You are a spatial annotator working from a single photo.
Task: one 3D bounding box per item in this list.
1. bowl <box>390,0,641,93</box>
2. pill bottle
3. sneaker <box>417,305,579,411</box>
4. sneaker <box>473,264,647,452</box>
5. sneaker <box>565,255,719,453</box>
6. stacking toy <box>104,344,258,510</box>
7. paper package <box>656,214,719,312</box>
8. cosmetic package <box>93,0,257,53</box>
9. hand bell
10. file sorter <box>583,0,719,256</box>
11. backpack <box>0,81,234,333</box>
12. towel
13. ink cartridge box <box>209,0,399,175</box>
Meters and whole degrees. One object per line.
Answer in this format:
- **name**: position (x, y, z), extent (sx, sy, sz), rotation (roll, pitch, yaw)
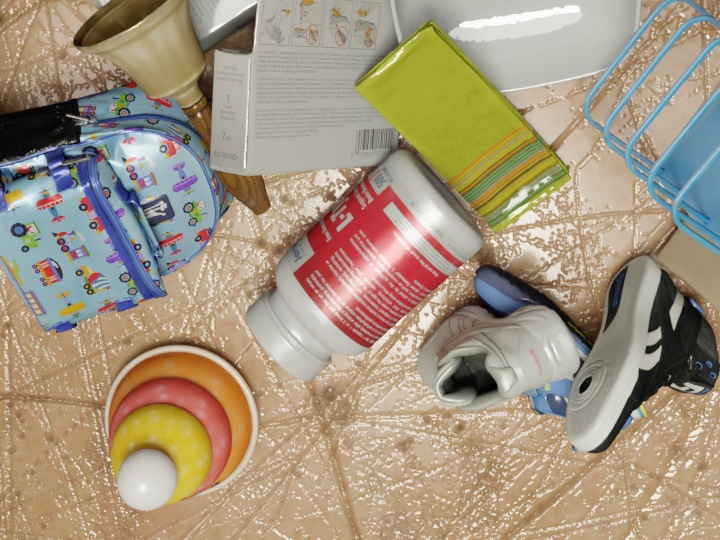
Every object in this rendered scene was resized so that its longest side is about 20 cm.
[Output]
- **bowl**: position (0.123, -0.241, 0.971), extent (0.198, 0.075, 0.201), rotation (-8, 139, 7)
- **pill bottle**: position (0.000, 0.000, 1.038), extent (0.200, 0.112, 0.112), rotation (-42, 95, 10)
- **sneaker**: position (0.089, 0.078, 1.009), extent (0.099, 0.200, 0.078), rotation (-26, 92, -28)
- **sneaker**: position (0.163, 0.080, 1.063), extent (0.082, 0.074, 0.200), rotation (-43, 94, 13)
- **sneaker**: position (0.248, 0.089, 1.005), extent (0.112, 0.201, 0.073), rotation (38, 143, -13)
- **stacking toy**: position (-0.173, 0.156, 1.037), extent (0.145, 0.200, 0.147), rotation (1, 101, 5)
- **paper package**: position (0.364, -0.033, 0.963), extent (0.103, 0.191, 0.201), rotation (27, 104, -24)
- **cosmetic package**: position (-0.110, -0.246, 1.001), extent (0.199, 0.113, 0.081), rotation (-33, 98, 8)
- **hand bell**: position (-0.126, -0.126, 0.949), extent (0.104, 0.104, 0.200), rotation (-28, 120, 9)
- **file sorter**: position (0.279, -0.106, 0.930), extent (0.122, 0.200, 0.139), rotation (28, 111, -26)
- **backpack**: position (-0.204, -0.060, 1.018), extent (0.199, 0.135, 0.183), rotation (-16, 126, -1)
- **towel**: position (0.090, -0.116, 1.013), extent (0.086, 0.018, 0.200), rotation (-40, 121, 15)
- **ink cartridge box**: position (-0.035, -0.171, 0.970), extent (0.045, 0.199, 0.177), rotation (14, 105, 35)
